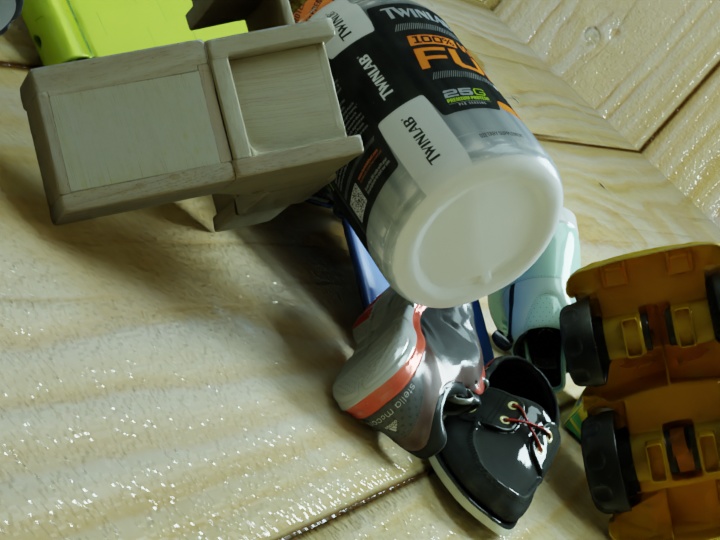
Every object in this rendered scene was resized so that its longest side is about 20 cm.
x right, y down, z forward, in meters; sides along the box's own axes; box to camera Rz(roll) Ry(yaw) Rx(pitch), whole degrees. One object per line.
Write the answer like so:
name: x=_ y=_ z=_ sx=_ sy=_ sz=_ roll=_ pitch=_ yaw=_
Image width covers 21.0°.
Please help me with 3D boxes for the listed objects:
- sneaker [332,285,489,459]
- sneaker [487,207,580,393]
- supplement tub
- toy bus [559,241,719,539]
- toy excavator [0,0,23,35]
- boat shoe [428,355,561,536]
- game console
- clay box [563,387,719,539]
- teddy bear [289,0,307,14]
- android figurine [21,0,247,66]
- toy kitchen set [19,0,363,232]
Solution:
sneaker: x=0.042 y=0.053 z=1.216 sx=0.082 sy=0.077 sz=0.200 roll=47 pitch=33 yaw=-10
sneaker: x=0.130 y=0.051 z=1.466 sx=0.201 sy=0.073 sz=0.119 roll=83 pitch=10 yaw=-60
supplement tub: x=0.029 y=-0.083 z=1.194 sx=0.122 sy=0.123 sz=0.201 roll=26 pitch=23 yaw=-47
toy bus: x=0.224 y=0.075 z=1.394 sx=0.192 sy=0.134 sz=0.202 roll=-40 pitch=118 yaw=-77
toy excavator: x=-0.237 y=-0.257 z=1.131 sx=0.100 sy=0.200 sz=0.194 roll=48 pitch=15 yaw=29
boat shoe: x=0.088 y=0.105 z=1.230 sx=0.074 sy=0.063 sz=0.201 roll=43 pitch=15 yaw=-4
game console: x=0.000 y=0.000 z=1.389 sx=0.169 sy=0.120 sz=0.200 roll=14 pitch=0 yaw=28
clay box: x=0.233 y=0.143 z=1.531 sx=0.200 sy=0.048 sz=0.115 roll=42 pitch=16 yaw=5
teddy bear: x=-0.048 y=-0.193 z=1.400 sx=0.144 sy=0.067 sz=0.201 roll=5 pitch=-44 yaw=54
android figurine: x=-0.142 y=-0.180 z=1.298 sx=0.181 sy=0.041 sz=0.201 roll=-15 pitch=74 yaw=-31
toy kitchen set: x=-0.123 y=-0.110 z=1.146 sx=0.200 sy=0.179 sz=0.165 roll=151 pitch=-74 yaw=-69
